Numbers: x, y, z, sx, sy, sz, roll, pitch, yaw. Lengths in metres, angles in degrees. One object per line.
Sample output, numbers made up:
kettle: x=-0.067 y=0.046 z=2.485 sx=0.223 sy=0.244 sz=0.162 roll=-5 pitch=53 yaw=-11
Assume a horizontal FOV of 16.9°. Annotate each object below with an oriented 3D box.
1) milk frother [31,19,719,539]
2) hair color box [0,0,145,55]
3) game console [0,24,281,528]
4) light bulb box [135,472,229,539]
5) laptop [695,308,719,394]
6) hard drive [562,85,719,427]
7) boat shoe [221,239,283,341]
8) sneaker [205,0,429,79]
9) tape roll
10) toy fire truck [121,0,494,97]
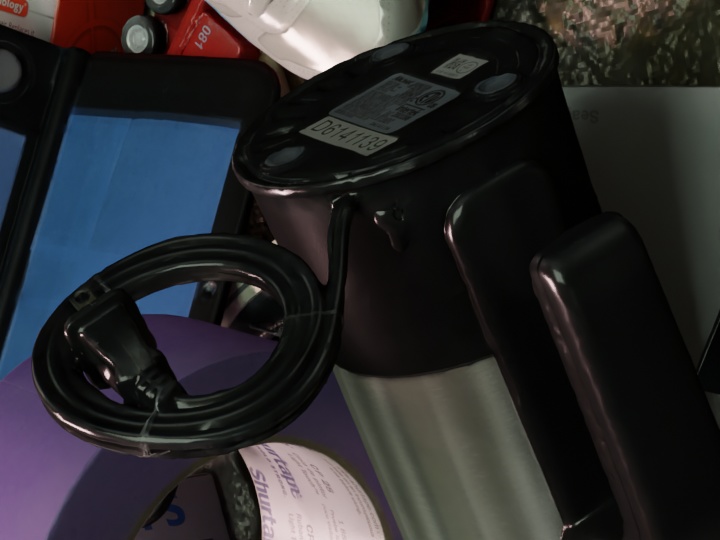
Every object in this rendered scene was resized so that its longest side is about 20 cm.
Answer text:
milk frother: x=0.010 y=0.047 z=0.820 sx=0.181 sy=0.200 sz=0.188 roll=-120 pitch=7 yaw=-67
hair color box: x=-0.163 y=-0.070 z=1.124 sx=0.101 sy=0.061 sz=0.200 roll=21 pitch=108 yaw=36
game console: x=-0.151 y=-0.012 z=0.986 sx=0.119 sy=0.172 sz=0.200 roll=-11 pitch=62 yaw=63
light bulb box: x=-0.147 y=0.215 z=1.092 sx=0.198 sy=0.125 sz=0.200 roll=-23 pitch=78 yaw=38
laptop: x=0.240 y=0.002 z=0.778 sx=0.200 sy=0.103 sz=0.177 roll=32 pitch=113 yaw=33
hard drive: x=0.105 y=0.029 z=0.939 sx=0.132 sy=0.026 sz=0.200 roll=3 pitch=96 yaw=39
boat shoe: x=0.000 y=0.000 z=0.977 sx=0.062 sy=0.075 sz=0.200 roll=53 pitch=142 yaw=-1
sneaker: x=-0.059 y=-0.139 z=0.956 sx=0.200 sy=0.081 sz=0.077 roll=42 pitch=116 yaw=19
tape roll: x=-0.064 y=0.121 z=0.909 sx=0.085 sy=0.200 sz=0.200 roll=14 pitch=102 yaw=50
toy fire truck: x=-0.040 y=-0.071 z=1.032 sx=0.141 sy=0.049 sz=0.200 roll=42 pitch=117 yaw=29
